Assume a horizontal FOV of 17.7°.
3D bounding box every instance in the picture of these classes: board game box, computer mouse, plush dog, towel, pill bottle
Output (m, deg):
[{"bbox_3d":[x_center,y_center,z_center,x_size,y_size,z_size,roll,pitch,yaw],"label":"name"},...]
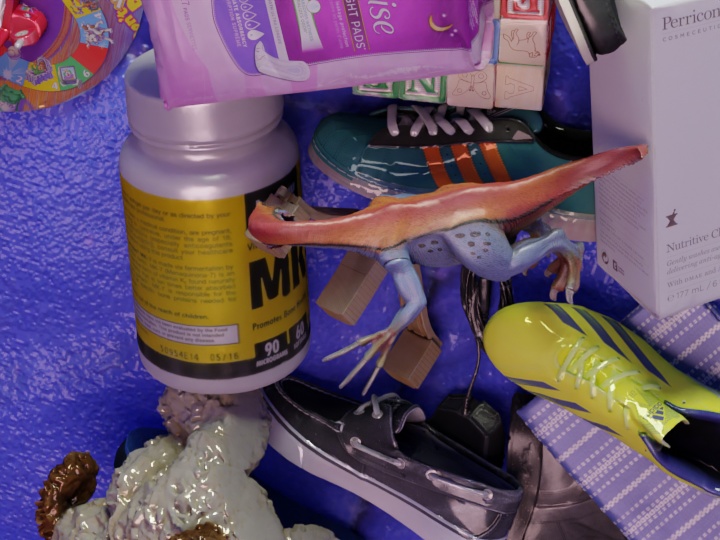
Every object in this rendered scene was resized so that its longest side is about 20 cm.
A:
[{"bbox_3d":[-0.231,-0.182,1.418,0.157,0.039,0.200,-25,113,22],"label":"board game box"},{"bbox_3d":[0.078,0.077,1.519,0.058,0.034,0.201,29,123,35],"label":"computer mouse"},{"bbox_3d":[-0.125,0.184,1.476,0.171,0.160,0.201,-31,91,34],"label":"plush dog"},{"bbox_3d":[0.218,0.117,1.478,0.145,0.024,0.200,-42,93,9],"label":"towel"},{"bbox_3d":[-0.091,-0.035,1.435,0.114,0.114,0.201,2,120,9],"label":"pill bottle"}]

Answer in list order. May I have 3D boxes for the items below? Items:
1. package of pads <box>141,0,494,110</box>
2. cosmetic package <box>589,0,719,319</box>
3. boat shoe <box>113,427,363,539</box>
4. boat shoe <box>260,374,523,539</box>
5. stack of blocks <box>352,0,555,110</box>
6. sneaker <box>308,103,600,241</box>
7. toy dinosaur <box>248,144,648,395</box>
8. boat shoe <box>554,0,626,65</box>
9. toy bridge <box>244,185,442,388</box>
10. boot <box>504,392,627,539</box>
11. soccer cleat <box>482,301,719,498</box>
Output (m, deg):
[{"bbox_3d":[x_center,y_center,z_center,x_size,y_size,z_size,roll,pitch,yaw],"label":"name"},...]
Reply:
[{"bbox_3d":[-0.029,-0.163,1.304,0.199,0.076,0.121,-5,121,13],"label":"package of pads"},{"bbox_3d":[0.199,-0.088,1.349,0.112,0.081,0.201,-18,123,-17],"label":"cosmetic package"},{"bbox_3d":[-0.088,0.184,1.580,0.200,0.084,0.069,34,123,-7],"label":"boat shoe"},{"bbox_3d":[0.016,0.112,1.507,0.199,0.072,0.068,32,117,18],"label":"boat shoe"},{"bbox_3d":[0.016,-0.166,1.372,0.199,0.059,0.116,6,120,7],"label":"stack of blocks"},{"bbox_3d":[0.070,-0.079,1.410,0.199,0.072,0.080,11,120,-5],"label":"sneaker"},{"bbox_3d":[0.034,-0.034,1.332,0.181,0.105,0.201,16,117,-25],"label":"toy dinosaur"},{"bbox_3d":[0.118,-0.214,1.273,0.063,0.074,0.203,-14,77,7],"label":"boat shoe"},{"bbox_3d":[0.000,0.000,1.441,0.027,0.067,0.200,24,165,40],"label":"toy bridge"},{"bbox_3d":[0.159,0.174,1.538,0.131,0.070,0.201,4,122,3],"label":"boot"},{"bbox_3d":[0.168,0.078,1.422,0.199,0.084,0.065,29,101,1],"label":"soccer cleat"}]
